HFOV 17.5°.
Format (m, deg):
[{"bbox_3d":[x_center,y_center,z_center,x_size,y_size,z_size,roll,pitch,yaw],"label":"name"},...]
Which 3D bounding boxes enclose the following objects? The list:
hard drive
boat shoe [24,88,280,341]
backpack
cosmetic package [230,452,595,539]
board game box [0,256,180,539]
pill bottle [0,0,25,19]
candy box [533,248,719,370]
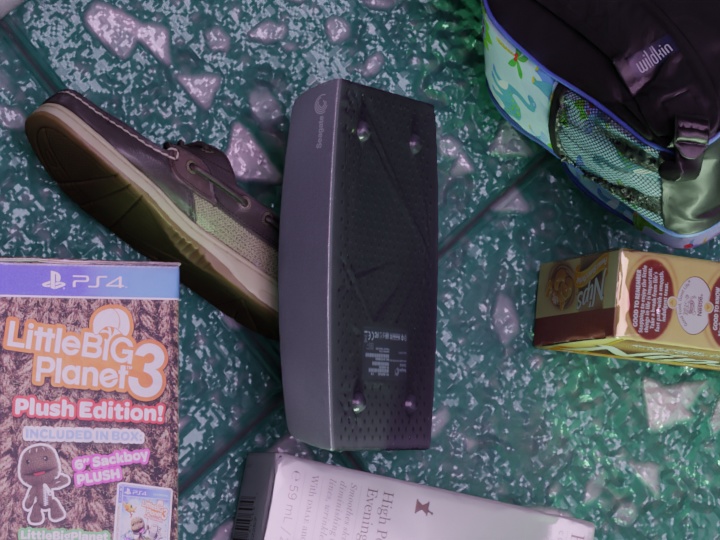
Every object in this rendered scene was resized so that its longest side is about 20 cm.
[{"bbox_3d":[0.000,0.000,1.308,0.135,0.042,0.202,7,83,-62],"label":"hard drive"},{"bbox_3d":[-0.097,-0.040,1.301,0.201,0.072,0.066,40,65,-20],"label":"boat shoe"},{"bbox_3d":[0.171,-0.122,1.348,0.183,0.147,0.200,-39,58,-21],"label":"backpack"},{"bbox_3d":[0.027,0.171,1.325,0.199,0.074,0.102,13,82,-17],"label":"cosmetic package"},{"bbox_3d":[-0.160,0.099,1.217,0.096,0.159,0.202,2,85,-19],"label":"board game box"},{"bbox_3d":[-0.274,-0.125,1.219,0.200,0.111,0.112,-37,98,-19],"label":"pill bottle"},{"bbox_3d":[0.216,0.029,1.379,0.199,0.115,0.056,8,82,-19],"label":"candy box"}]
